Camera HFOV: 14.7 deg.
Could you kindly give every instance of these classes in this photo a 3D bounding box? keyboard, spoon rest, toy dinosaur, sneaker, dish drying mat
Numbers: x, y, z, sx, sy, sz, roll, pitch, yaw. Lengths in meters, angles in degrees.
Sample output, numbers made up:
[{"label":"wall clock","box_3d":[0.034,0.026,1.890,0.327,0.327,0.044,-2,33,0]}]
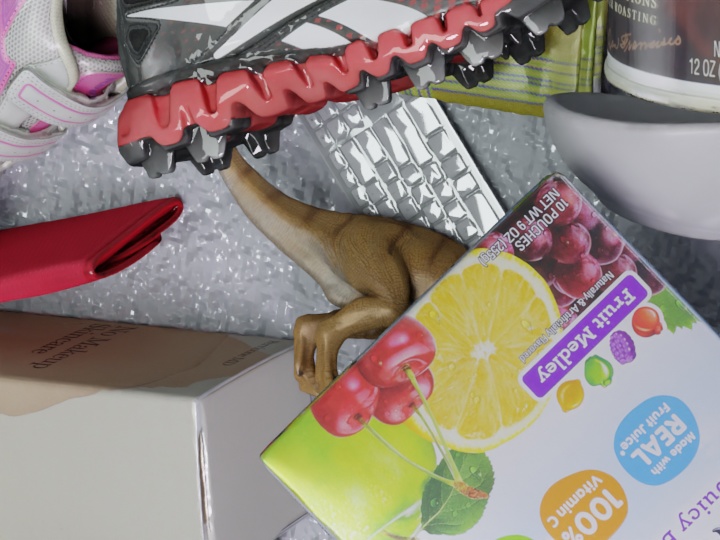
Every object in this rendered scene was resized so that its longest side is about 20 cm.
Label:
[{"label":"keyboard","box_3d":[0.023,-0.031,1.110,0.056,0.011,0.200,-33,87,33]},{"label":"spoon rest","box_3d":[0.137,-0.031,0.949,0.200,0.099,0.061,39,120,55]},{"label":"toy dinosaur","box_3d":[0.000,0.000,1.103,0.199,0.060,0.107,22,87,14]},{"label":"sneaker","box_3d":[-0.141,-0.084,1.148,0.088,0.081,0.200,33,119,19]},{"label":"dish drying mat","box_3d":[-0.172,0.004,1.195,0.199,0.077,0.018,-10,108,32]},{"label":"sneaker","box_3d":[-0.009,-0.103,1.038,0.200,0.071,0.098,-16,87,22]}]

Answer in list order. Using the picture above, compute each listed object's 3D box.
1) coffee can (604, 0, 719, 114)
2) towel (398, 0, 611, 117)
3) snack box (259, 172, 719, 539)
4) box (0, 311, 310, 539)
[{"label":"coffee can","box_3d":[0.152,-0.162,0.916,0.146,0.146,0.201,7,108,28]},{"label":"towel","box_3d":[0.012,-0.139,1.071,0.199,0.023,0.144,11,109,24]},{"label":"snack box","box_3d":[0.084,0.085,0.949,0.142,0.053,0.200,-43,88,1]},{"label":"box","box_3d":[-0.125,0.069,1.177,0.199,0.095,0.078,4,106,27]}]
